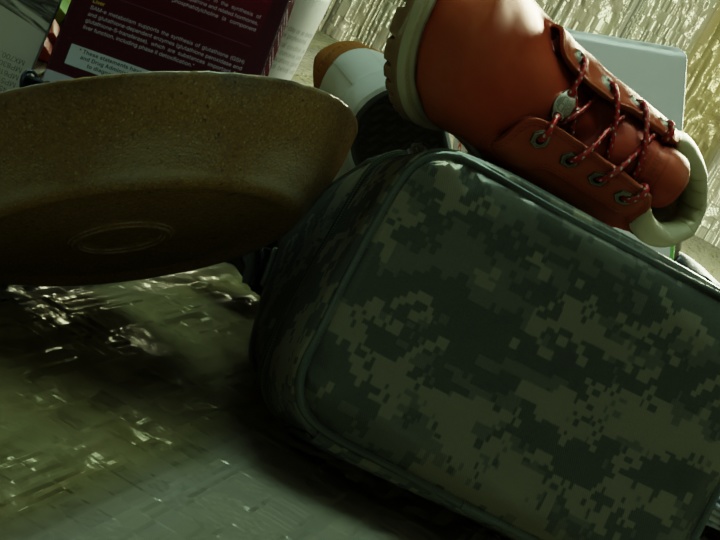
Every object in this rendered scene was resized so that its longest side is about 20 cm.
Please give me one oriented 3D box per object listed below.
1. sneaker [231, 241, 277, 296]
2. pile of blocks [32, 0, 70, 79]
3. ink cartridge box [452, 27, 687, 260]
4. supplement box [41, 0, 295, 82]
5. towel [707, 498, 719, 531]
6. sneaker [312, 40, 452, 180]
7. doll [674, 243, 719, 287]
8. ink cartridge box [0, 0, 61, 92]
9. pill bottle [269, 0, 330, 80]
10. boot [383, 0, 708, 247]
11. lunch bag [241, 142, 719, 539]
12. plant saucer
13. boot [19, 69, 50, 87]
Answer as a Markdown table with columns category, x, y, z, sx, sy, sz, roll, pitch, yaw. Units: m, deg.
| category | x | y | z | sx | sy | sz | roll | pitch | yaw |
| --- | --- | --- | --- | --- | --- | --- | --- | --- | --- |
| sneaker | 0.000 | 0.000 | 1.014 | 0.200 | 0.071 | 0.098 | 24 | 11 | -33 |
| pile of blocks | -0.152 | -0.149 | 1.170 | 0.200 | 0.062 | 0.082 | -2 | 65 | -40 |
| ink cartridge box | 0.116 | -0.044 | 1.110 | 0.084 | 0.146 | 0.200 | 8 | -12 | -12 |
| supplement box | -0.084 | -0.166 | 0.984 | 0.109 | 0.200 | 0.061 | 20 | -7 | -1 |
| towel | 0.204 | 0.129 | 1.048 | 0.200 | 0.024 | 0.147 | 31 | 8 | 6 |
| sneaker | 0.020 | -0.028 | 0.925 | 0.073 | 0.200 | 0.085 | -21 | 38 | -13 |
| doll | 0.218 | 0.047 | 1.130 | 0.200 | 0.048 | 0.136 | 61 | 4 | -9 |
| ink cartridge box | -0.198 | -0.176 | 1.004 | 0.083 | 0.200 | 0.147 | 22 | 11 | -16 |
| pill bottle | -0.081 | -0.156 | 1.084 | 0.114 | 0.200 | 0.114 | 27 | 9 | -5 |
| boot | 0.084 | -0.068 | 0.766 | 0.107 | 0.075 | 0.200 | 25 | -6 | 31 |
| lunch bag | 0.051 | 0.037 | 0.808 | 0.200 | 0.139 | 0.168 | 27 | -7 | -13 |
| plant saucer | -0.098 | -0.028 | 0.739 | 0.200 | 0.035 | 0.200 | -8 | -13 | -2 |
| boot | -0.144 | -0.056 | 0.897 | 0.097 | 0.075 | 0.200 | 19 | -8 | 4 |
